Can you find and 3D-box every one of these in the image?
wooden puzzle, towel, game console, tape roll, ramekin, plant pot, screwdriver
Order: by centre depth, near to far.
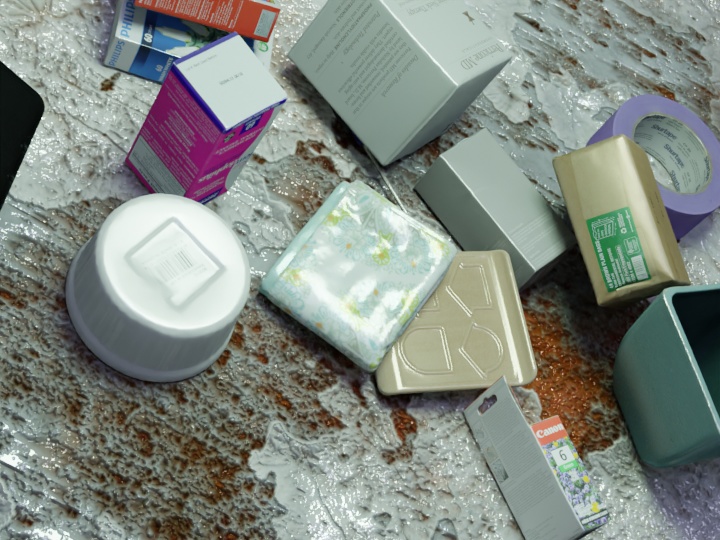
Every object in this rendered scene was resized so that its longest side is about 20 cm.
[{"bbox_3d":[-0.219,0.012,1.524,0.199,0.098,0.202,13,56,-20],"label":"ramekin"},{"bbox_3d":[-0.479,-0.163,1.544,0.174,0.117,0.201,5,53,11],"label":"game console"},{"bbox_3d":[0.000,0.000,1.646,0.171,0.048,0.200,34,63,9],"label":"towel"},{"bbox_3d":[0.102,0.066,1.687,0.198,0.046,0.187,-4,63,-15],"label":"wooden puzzle"},{"bbox_3d":[0.428,0.146,1.718,0.195,0.200,0.197,-5,65,-30],"label":"plant pot"},{"bbox_3d":[0.015,-0.152,1.785,0.028,0.029,0.201,-20,67,-35],"label":"screwdriver"},{"bbox_3d":[0.424,-0.146,1.966,0.198,0.085,0.201,12,57,-20],"label":"tape roll"}]

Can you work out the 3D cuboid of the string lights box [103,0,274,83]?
[{"bbox_3d":[-0.214,-0.283,1.728,0.199,0.059,0.103,16,55,-19],"label":"string lights box"}]

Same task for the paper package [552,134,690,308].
[{"bbox_3d":[0.338,-0.060,1.774,0.190,0.103,0.202,7,65,-69],"label":"paper package"}]

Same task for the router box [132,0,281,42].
[{"bbox_3d":[-0.209,-0.372,1.731,0.178,0.049,0.200,12,29,-25],"label":"router box"}]

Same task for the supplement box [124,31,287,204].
[{"bbox_3d":[-0.182,-0.163,1.584,0.101,0.200,0.104,-34,82,-37],"label":"supplement box"}]

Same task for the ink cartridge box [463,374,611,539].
[{"bbox_3d":[0.205,0.227,1.610,0.050,0.109,0.201,-14,69,-33],"label":"ink cartridge box"}]

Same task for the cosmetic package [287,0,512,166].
[{"bbox_3d":[0.052,-0.278,1.780,0.200,0.166,0.167,48,38,6],"label":"cosmetic package"}]

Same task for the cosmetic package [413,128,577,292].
[{"bbox_3d":[0.177,-0.075,1.794,0.107,0.090,0.200,-29,75,-39],"label":"cosmetic package"}]
